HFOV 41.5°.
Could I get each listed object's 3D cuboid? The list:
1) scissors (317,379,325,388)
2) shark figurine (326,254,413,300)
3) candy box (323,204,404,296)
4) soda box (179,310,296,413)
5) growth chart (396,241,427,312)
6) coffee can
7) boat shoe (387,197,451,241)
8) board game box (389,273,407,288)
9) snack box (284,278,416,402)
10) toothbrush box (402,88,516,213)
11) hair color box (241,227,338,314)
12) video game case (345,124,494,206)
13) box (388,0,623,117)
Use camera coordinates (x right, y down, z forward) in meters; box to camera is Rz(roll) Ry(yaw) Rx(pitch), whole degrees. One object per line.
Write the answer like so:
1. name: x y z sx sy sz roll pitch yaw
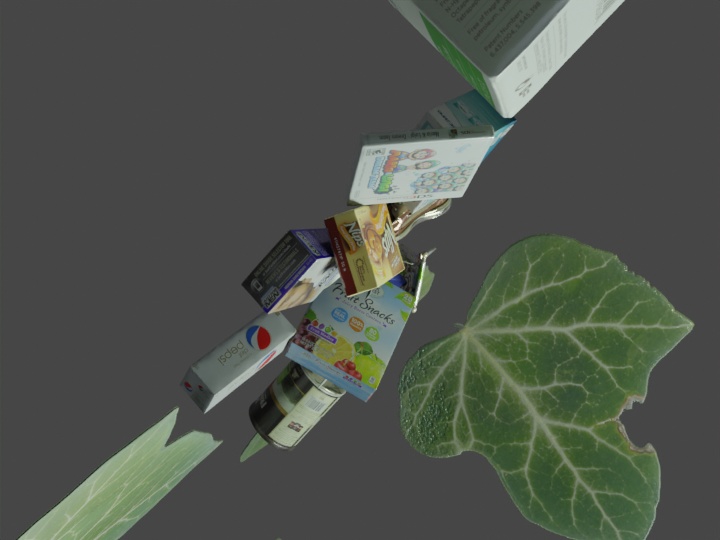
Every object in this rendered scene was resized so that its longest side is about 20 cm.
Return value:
1. scissors: -0.034 0.189 2.026 0.073 0.014 0.201 -40 168 -41
2. shark figurine: 0.005 0.009 1.605 0.214 0.126 0.091 -32 143 -65
3. candy box: 0.010 -0.038 1.437 0.054 0.118 0.200 -15 -176 15
4. soda box: -0.196 0.141 1.546 0.199 0.064 0.068 -38 170 -40
5. growth chart: 0.091 0.017 1.993 0.200 0.017 0.148 -150 -112 -69
6. coffee can: -0.147 0.301 2.227 0.200 0.147 0.146 -47 171 18
7. boat shoe: 0.071 -0.111 1.650 0.198 0.075 0.073 -32 133 -24
8. board game box: -0.015 0.079 1.985 0.159 0.097 0.201 -38 169 -36
9. snack box: -0.015 0.096 1.656 0.202 0.166 0.068 -64 -176 -33
10. toothbrush box: 0.139 -0.192 1.495 0.199 0.085 0.147 -35 168 -50
11. hair color box: -0.086 -0.003 1.398 0.109 0.065 0.200 -46 170 14
12. video game case: 0.076 -0.142 1.315 0.178 0.024 0.200 -5 162 -9
13. box: 0.130 -0.272 0.813 0.200 0.172 0.199 -45 171 9
